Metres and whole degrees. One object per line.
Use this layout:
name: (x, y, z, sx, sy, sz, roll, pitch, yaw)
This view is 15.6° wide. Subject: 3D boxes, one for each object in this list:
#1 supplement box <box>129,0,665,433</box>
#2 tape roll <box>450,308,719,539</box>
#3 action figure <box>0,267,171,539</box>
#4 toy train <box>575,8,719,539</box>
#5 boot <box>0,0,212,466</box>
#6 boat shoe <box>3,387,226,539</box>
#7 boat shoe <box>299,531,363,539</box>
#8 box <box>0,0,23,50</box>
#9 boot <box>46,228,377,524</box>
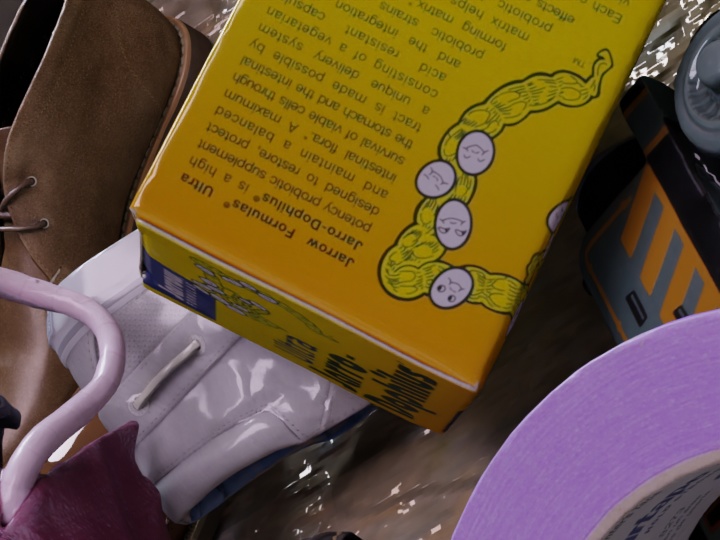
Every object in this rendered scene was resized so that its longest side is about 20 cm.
supplement box: (0.025, -0.069, 0.773, 0.201, 0.109, 0.109, -63, -2, -10)
tape roll: (0.115, 0.105, 0.613, 0.199, 0.065, 0.202, 3, 96, 32)
action figure: (-0.101, 0.102, 0.758, 0.200, 0.133, 0.150, -60, -18, -72)
toy train: (0.121, 0.014, 0.718, 0.114, 0.085, 0.201, -49, 42, 25)
boot: (-0.121, -0.013, 0.965, 0.073, 0.075, 0.201, 2, 69, 42)
boat shoe: (-0.109, 0.100, 0.889, 0.072, 0.068, 0.201, 18, 79, 49)
boat shoe: (0.027, 0.160, 0.735, 0.073, 0.074, 0.201, -27, 58, 17)
box: (-0.211, -0.129, 1.095, 0.200, 0.105, 0.185, 32, 90, 49)
boot: (0.000, 0.000, 0.858, 0.199, 0.074, 0.096, -35, 77, 6)
